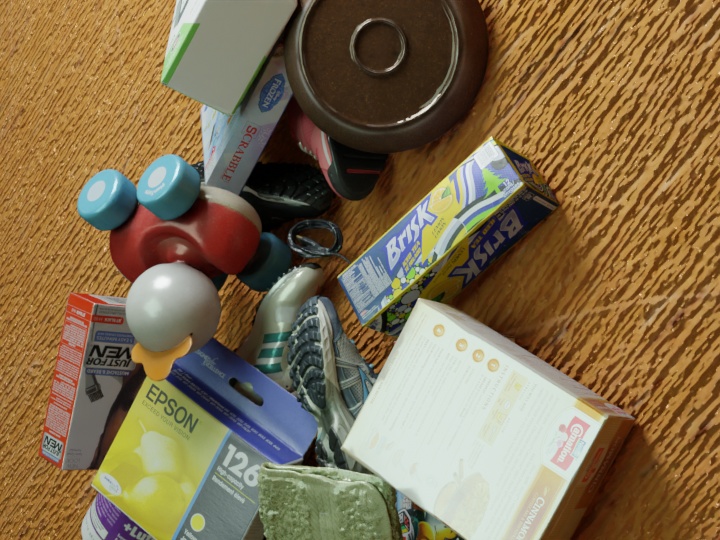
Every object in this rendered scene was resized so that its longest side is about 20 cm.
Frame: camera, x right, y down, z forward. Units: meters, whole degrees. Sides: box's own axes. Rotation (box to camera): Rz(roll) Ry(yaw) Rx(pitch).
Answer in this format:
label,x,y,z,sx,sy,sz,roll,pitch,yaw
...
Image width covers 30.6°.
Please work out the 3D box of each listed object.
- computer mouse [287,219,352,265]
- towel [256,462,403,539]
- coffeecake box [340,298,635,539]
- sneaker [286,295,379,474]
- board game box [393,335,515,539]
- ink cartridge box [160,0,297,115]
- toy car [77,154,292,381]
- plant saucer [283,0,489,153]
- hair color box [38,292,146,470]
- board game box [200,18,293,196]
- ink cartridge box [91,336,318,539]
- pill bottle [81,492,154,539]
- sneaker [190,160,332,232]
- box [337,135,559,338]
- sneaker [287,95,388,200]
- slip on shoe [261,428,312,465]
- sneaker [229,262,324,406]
label,x,y,z,sx,sy,sz,roll,pitch,yaw
computer mouse,0.000,0.000,1.311,0.200,0.034,0.059,34,99,39
towel,-0.022,0.272,1.228,0.148,0.036,0.200,0,111,26
coffeecake box,0.106,0.140,1.119,0.200,0.073,0.154,32,100,30
sneaker,-0.010,0.121,1.276,0.078,0.086,0.200,-30,72,58
board game box,0.085,0.162,1.208,0.126,0.035,0.201,-7,79,45
ink cartridge box,-0.130,-0.277,1.337,0.146,0.084,0.200,-55,22,31
toy car,-0.197,0.019,1.340,0.177,0.184,0.200,-8,55,37
plant saucer,0.021,-0.211,1.246,0.200,0.034,0.201,1,96,9
hair color box,-0.304,0.133,1.567,0.064,0.111,0.201,19,99,46
board game box,-0.109,-0.208,1.402,0.200,0.041,0.200,-59,22,23
ink cartridge box,-0.159,0.187,1.340,0.197,0.047,0.200,32,101,31
pill bottle,-0.222,0.238,1.464,0.200,0.111,0.111,-57,49,25
sneaker,-0.105,-0.067,1.433,0.200,0.076,0.088,11,123,38
box,0.078,-0.026,1.192,0.200,0.070,0.064,-42,56,20
sneaker,-0.031,-0.142,1.360,0.087,0.074,0.200,-49,45,42
slip on shoe,-0.118,0.235,1.395,0.076,0.061,0.200,44,120,20
sneaker,-0.077,0.087,1.380,0.093,0.070,0.200,40,109,17
